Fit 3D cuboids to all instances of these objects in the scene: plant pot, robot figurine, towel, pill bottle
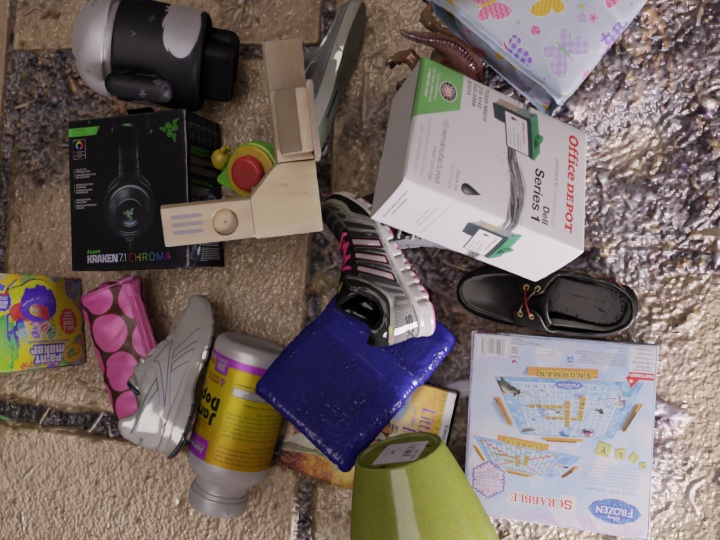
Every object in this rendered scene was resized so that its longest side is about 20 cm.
[{"bbox_3d":[0.063,0.279,0.711,0.183,0.187,0.204,-13,94,15],"label":"plant pot"},{"bbox_3d":[-0.252,-0.265,0.862,0.196,0.150,0.128,7,93,-8],"label":"robot figurine"},{"bbox_3d":[-0.005,0.108,0.791,0.147,0.050,0.200,38,70,17],"label":"towel"},{"bbox_3d":[-0.148,0.185,0.837,0.102,0.104,0.204,15,92,16],"label":"pill bottle"}]

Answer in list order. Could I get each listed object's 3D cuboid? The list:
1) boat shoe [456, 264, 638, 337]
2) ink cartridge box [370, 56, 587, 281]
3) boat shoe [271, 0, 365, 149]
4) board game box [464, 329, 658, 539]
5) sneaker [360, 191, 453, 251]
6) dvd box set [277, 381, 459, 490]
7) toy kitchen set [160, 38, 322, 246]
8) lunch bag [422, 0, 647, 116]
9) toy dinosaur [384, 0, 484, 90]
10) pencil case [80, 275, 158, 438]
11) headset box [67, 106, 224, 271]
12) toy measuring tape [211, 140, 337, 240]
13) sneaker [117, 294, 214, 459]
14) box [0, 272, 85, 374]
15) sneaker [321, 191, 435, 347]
[{"bbox_3d":[0.201,0.029,0.765,0.197,0.063,0.075,7,92,18],"label":"boat shoe"},{"bbox_3d":[0.122,-0.096,0.689,0.197,0.084,0.149,18,63,-16],"label":"ink cartridge box"},{"bbox_3d":[-0.055,-0.235,0.844,0.070,0.070,0.204,23,97,10],"label":"boat shoe"},{"bbox_3d":[0.215,0.174,0.763,0.196,0.041,0.204,4,89,17],"label":"board game box"},{"bbox_3d":[0.074,-0.060,0.776,0.196,0.115,0.077,10,90,16],"label":"sneaker"},{"bbox_3d":[0.007,0.189,0.829,0.196,0.029,0.149,14,92,17],"label":"dvd box set"},{"bbox_3d":[-0.131,-0.134,0.736,0.176,0.163,0.205,-6,97,-4],"label":"toy kitchen set"},{"bbox_3d":[0.188,-0.299,0.750,0.199,0.127,0.170,39,99,3],"label":"lunch bag"},{"bbox_3d":[0.105,-0.198,0.748,0.086,0.200,0.136,-43,65,-3],"label":"toy dinosaur"},{"bbox_3d":[-0.289,0.106,0.892,0.093,0.090,0.203,-31,80,48],"label":"pencil case"},{"bbox_3d":[-0.271,-0.103,0.888,0.170,0.093,0.205,-1,90,16],"label":"headset box"},{"bbox_3d":[-0.095,-0.108,0.854,0.197,0.074,0.075,26,95,9],"label":"toy measuring tape"},{"bbox_3d":[-0.226,0.115,0.830,0.085,0.075,0.203,17,58,-10],"label":"sneaker"},{"bbox_3d":[-0.498,0.076,0.894,0.189,0.200,0.125,-7,85,15],"label":"box"},{"bbox_3d":[0.000,0.000,0.772,0.086,0.074,0.202,-25,71,-22],"label":"sneaker"}]
